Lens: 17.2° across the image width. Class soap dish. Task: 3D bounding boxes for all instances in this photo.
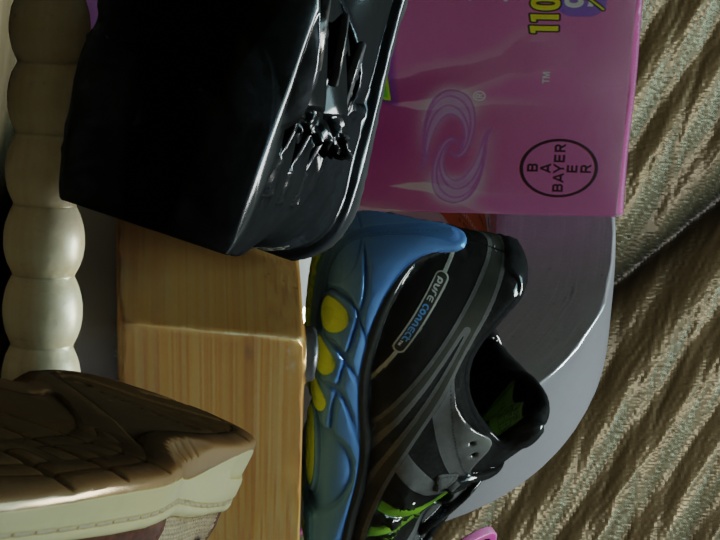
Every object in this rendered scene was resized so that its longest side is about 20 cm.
[{"bbox_3d":[-0.058,0.053,0.765,0.158,0.081,0.201,-98,-171,-56],"label":"soap dish"}]

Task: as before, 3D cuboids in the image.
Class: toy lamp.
[{"bbox_3d":[-0.083,-0.040,0.619,0.058,0.058,0.201,-71,165,-83],"label":"toy lamp"}]

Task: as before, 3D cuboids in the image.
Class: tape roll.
[{"bbox_3d":[0.000,0.000,0.928,0.066,0.199,0.201,89,4,-55],"label":"tape roll"}]

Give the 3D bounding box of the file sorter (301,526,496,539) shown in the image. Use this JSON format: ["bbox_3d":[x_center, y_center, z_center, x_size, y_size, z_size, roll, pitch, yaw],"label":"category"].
[{"bbox_3d":[0.008,0.162,1.049,0.200,0.125,0.139,53,-12,18],"label":"file sorter"}]

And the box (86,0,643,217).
[{"bbox_3d":[0.001,-0.117,0.850,0.097,0.199,0.177,-86,177,-46],"label":"box"}]

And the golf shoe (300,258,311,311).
[{"bbox_3d":[-0.060,-0.037,1.126,0.092,0.072,0.201,-58,140,-74],"label":"golf shoe"}]

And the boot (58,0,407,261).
[{"bbox_3d":[-0.026,-0.085,0.599,0.200,0.065,0.166,9,83,-81],"label":"boot"}]

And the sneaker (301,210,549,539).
[{"bbox_3d":[0.021,0.063,0.795,0.071,0.082,0.200,-95,-173,-46],"label":"sneaker"}]

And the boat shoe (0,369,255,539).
[{"bbox_3d":[-0.078,0.063,0.517,0.200,0.072,0.072,6,104,-78],"label":"boat shoe"}]
